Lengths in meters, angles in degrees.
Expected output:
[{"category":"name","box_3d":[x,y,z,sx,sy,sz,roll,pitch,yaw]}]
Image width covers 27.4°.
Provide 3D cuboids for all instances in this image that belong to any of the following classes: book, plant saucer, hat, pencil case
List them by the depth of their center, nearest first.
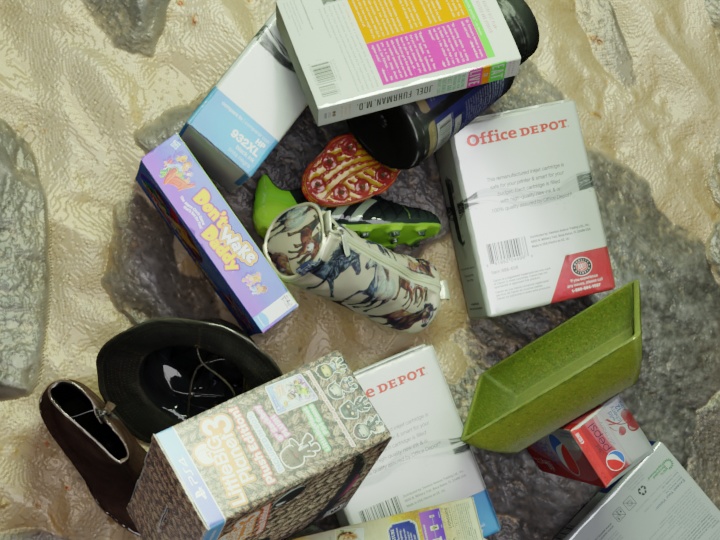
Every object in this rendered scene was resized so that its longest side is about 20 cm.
[{"category":"book","box_3d":[0.034,-0.216,1.374,0.197,0.048,0.135,-15,59,-12]},{"category":"plant saucer","box_3d":[0.201,0.103,1.451,0.198,0.200,0.048,-33,97,17]},{"category":"hat","box_3d":[-0.157,0.094,1.462,0.198,0.202,0.081,23,42,-8]},{"category":"pencil case","box_3d":[0.000,0.000,1.469,0.199,0.089,0.079,25,64,-43]}]

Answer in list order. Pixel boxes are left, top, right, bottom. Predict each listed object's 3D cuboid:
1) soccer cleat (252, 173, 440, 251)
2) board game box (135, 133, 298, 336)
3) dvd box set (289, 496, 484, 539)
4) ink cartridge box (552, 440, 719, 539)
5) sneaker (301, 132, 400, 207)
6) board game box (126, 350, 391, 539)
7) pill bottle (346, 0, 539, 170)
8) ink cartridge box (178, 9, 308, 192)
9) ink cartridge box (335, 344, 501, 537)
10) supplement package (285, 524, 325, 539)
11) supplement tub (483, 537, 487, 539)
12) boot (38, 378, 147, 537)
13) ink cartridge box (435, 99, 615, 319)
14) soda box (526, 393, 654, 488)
[{"category":"soccer cleat","box_3d":[-0.013,-0.065,1.523,0.197,0.068,0.082,2,70,-12]},{"category":"board game box","box_3d":[-0.144,-0.030,1.456,0.045,0.134,0.201,-36,93,-11]},{"category":"dvd box set","box_3d":[0.023,0.292,1.339,0.197,0.030,0.147,-14,46,0]},{"category":"ink cartridge box","box_3d":[0.308,0.320,1.567,0.199,0.041,0.200,-42,95,-11]},{"category":"sneaker","box_3d":[0.017,-0.119,1.513,0.199,0.077,0.073,-35,92,-28]},{"category":"board game box","box_3d":[-0.094,0.184,1.343,0.198,0.160,0.097,-23,68,-29]},{"category":"pill bottle","box_3d":[0.083,-0.197,1.458,0.199,0.112,0.112,-39,94,-27]},{"category":"ink cartridge box","box_3d":[-0.089,-0.186,1.472,0.083,0.145,0.201,39,80,-7]},{"category":"ink cartridge box","box_3d":[0.035,0.195,1.499,0.145,0.086,0.203,-20,88,-12]},{"category":"supplement package","box_3d":[-0.098,0.353,1.444,0.198,0.120,0.123,-27,92,-11]},{"category":"supplement tub","box_3d":[0.086,0.357,1.435,0.120,0.202,0.123,-1,43,1]},{"category":"boot","box_3d":[-0.233,0.186,1.404,0.072,0.166,0.200,-42,94,-14]},{"category":"ink cartridge box","box_3d":[0.168,-0.063,1.546,0.142,0.084,0.203,-12,90,-12]},{"category":"soda box","box_3d":[0.216,0.164,1.479,0.063,0.200,0.070,-35,93,-11]}]
